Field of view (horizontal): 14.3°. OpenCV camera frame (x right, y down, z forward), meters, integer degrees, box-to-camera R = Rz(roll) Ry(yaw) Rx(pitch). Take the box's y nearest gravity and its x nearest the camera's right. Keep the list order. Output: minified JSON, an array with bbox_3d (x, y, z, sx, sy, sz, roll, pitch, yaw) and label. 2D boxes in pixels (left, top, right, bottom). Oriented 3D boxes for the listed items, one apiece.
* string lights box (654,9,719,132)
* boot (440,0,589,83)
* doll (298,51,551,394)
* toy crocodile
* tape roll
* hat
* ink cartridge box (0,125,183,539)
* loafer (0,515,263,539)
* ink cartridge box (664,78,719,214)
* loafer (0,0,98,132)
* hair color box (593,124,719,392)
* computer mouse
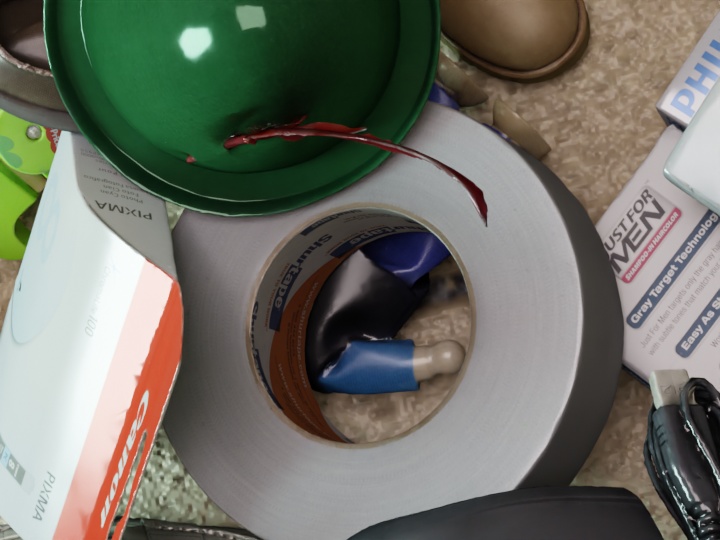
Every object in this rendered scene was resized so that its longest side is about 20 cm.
[{"bbox_3d":[0.241,-0.055,1.261,0.200,0.059,0.103,33,89,18],"label":"string lights box"},{"bbox_3d":[0.018,-0.171,1.265,0.066,0.200,0.175,-45,73,2],"label":"boot"},{"bbox_3d":[0.000,0.000,1.318,0.136,0.048,0.200,41,91,18],"label":"doll"},{"bbox_3d":[-0.122,-0.094,1.358,0.062,0.068,0.200,39,90,-16],"label":"toy crocodile"},{"bbox_3d":[0.011,0.028,1.248,0.199,0.066,0.202,-4,80,21],"label":"tape roll"},{"bbox_3d":[-0.056,-0.083,1.134,0.199,0.176,0.166,-20,102,17],"label":"hat"},{"bbox_3d":[-0.125,0.050,1.243,0.047,0.200,0.161,14,116,-14],"label":"ink cartridge box"},{"bbox_3d":[-0.095,0.147,1.302,0.199,0.070,0.070,0,80,14],"label":"loafer"},{"bbox_3d":[0.245,-0.080,1.186,0.160,0.047,0.201,34,100,18],"label":"ink cartridge box"},{"bbox_3d":[-0.079,-0.114,1.281,0.199,0.071,0.073,-6,48,-17],"label":"loafer"},{"bbox_3d":[0.188,0.037,1.257,0.200,0.061,0.100,38,90,17],"label":"hair color box"},{"bbox_3d":[0.062,0.122,1.128,0.199,0.053,0.139,-16,66,9],"label":"computer mouse"}]
